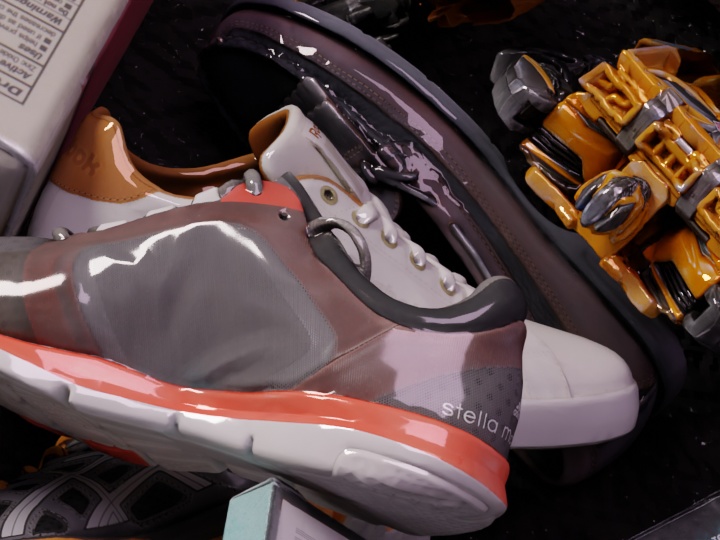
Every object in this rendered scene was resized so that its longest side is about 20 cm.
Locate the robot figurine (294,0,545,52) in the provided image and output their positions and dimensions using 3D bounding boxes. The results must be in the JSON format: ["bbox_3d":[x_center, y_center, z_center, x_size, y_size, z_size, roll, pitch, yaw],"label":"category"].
[{"bbox_3d":[0.050,-0.125,0.977,0.145,0.200,0.058,-34,106,-29],"label":"robot figurine"}]

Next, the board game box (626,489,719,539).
[{"bbox_3d":[0.094,0.152,0.886,0.200,0.028,0.135,-22,66,-36],"label":"board game box"}]

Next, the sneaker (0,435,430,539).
[{"bbox_3d":[-0.079,0.083,0.836,0.199,0.078,0.077,-9,44,-34],"label":"sneaker"}]

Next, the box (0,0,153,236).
[{"bbox_3d":[-0.136,-0.094,0.916,0.128,0.109,0.200,27,48,-4],"label":"box"}]

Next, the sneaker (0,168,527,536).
[{"bbox_3d":[-0.044,0.011,0.788,0.199,0.077,0.082,16,77,14],"label":"sneaker"}]

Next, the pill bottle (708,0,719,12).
[{"bbox_3d":[0.210,-0.071,0.961,0.200,0.106,0.106,43,46,-12],"label":"pill bottle"}]

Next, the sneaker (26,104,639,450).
[{"bbox_3d":[0.000,0.000,0.875,0.199,0.085,0.073,14,8,-15],"label":"sneaker"}]

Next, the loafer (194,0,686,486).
[{"bbox_3d":[0.018,-0.011,0.952,0.200,0.072,0.063,41,56,3],"label":"loafer"}]

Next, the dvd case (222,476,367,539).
[{"bbox_3d":[0.032,0.162,0.761,0.200,0.022,0.146,36,45,-33],"label":"dvd case"}]

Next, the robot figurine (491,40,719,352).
[{"bbox_3d":[0.120,-0.027,0.956,0.145,0.058,0.200,49,18,16],"label":"robot figurine"}]
